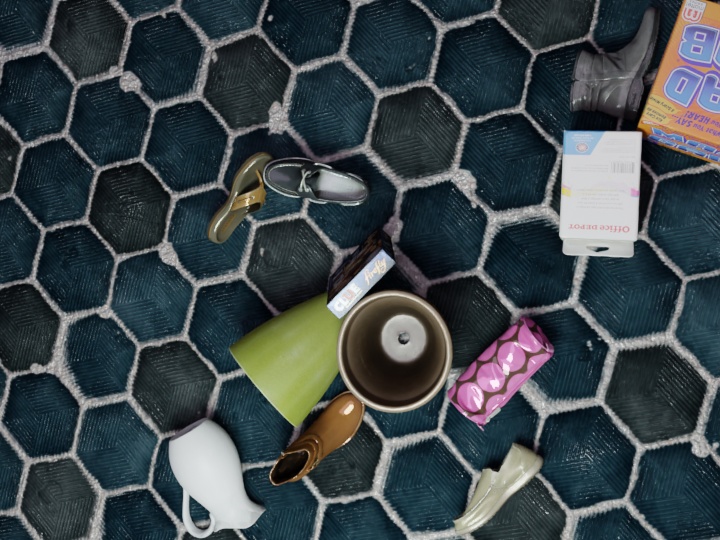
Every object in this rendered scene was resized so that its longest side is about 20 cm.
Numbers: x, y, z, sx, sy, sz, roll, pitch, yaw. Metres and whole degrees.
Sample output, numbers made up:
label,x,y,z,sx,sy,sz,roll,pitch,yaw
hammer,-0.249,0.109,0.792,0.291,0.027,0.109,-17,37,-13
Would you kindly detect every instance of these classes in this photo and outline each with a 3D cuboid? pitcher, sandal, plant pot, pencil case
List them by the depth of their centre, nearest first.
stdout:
label,x,y,z,sx,sy,sz,roll,pitch,yaw
plant pot,0.068,0.129,1.698,0.197,0.175,0.204,0,93,10
pencil case,0.247,0.177,1.706,0.200,0.090,0.094,-49,45,10
plant pot,-0.101,0.139,1.754,0.200,0.187,0.187,-42,81,-4
sandal,-0.211,-0.126,1.817,0.054,0.080,0.201,40,104,27
pitcher,-0.289,0.390,1.820,0.170,0.121,0.202,-26,95,21

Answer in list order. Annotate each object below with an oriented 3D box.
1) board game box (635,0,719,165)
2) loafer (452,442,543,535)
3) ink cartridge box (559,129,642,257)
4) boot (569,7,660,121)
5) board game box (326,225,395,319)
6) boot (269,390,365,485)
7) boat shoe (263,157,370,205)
label,x,y,z,sx,sy,sz,roll,pitch,yaw
board game box,0.572,-0.291,1.576,0.197,0.200,0.203,20,94,12
loafer,0.230,0.378,1.716,0.200,0.076,0.068,-43,79,0
ink cartridge box,0.400,-0.124,1.652,0.126,0.125,0.204,4,90,13
boot,0.431,-0.362,1.680,0.130,0.070,0.203,16,89,18
board game box,0.000,0.000,1.706,0.035,0.200,0.136,42,99,-9
boot,-0.079,0.298,1.744,0.200,0.155,0.077,-42,81,9
boat shoe,-0.078,-0.160,1.770,0.196,0.060,0.077,6,97,-4
